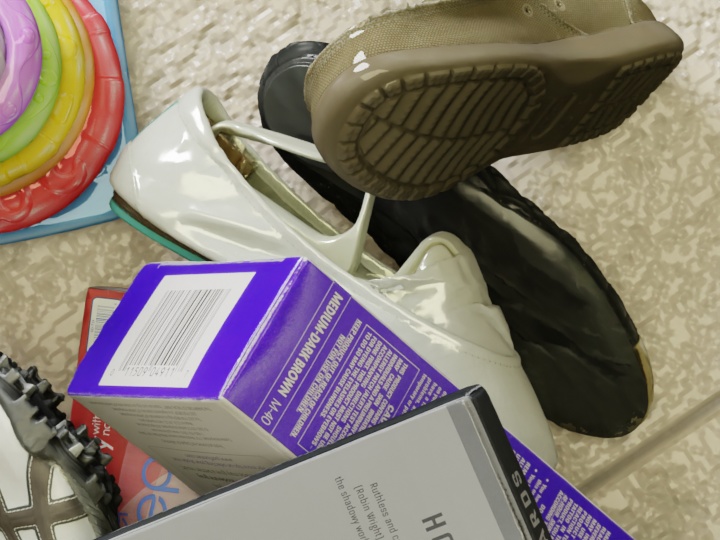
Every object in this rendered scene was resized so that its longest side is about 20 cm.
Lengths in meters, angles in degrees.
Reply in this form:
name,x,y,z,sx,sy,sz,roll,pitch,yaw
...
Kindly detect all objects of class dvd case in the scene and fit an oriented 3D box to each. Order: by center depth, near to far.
name,x,y,z,sx,sy,sz,roll,pitch,yaw
dvd case,-0.019,0.141,0.918,0.199,0.025,0.151,-23,92,22

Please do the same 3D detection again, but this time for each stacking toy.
name,x,y,z,sx,sy,sz,roll,pitch,yaw
stacking toy,-0.144,-0.073,1.008,0.109,0.200,0.117,-9,87,0

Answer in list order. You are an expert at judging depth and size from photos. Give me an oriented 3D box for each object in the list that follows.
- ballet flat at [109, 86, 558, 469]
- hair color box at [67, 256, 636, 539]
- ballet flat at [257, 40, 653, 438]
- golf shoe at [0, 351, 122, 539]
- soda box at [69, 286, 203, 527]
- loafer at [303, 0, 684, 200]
name,x,y,z,sx,sy,sz,roll,pitch,yaw
ballet flat,0.000,0.000,1.038,0.200,0.069,0.070,34,87,5
hair color box,0.006,0.076,0.997,0.200,0.109,0.065,42,67,-26
ballet flat,0.042,-0.016,1.080,0.200,0.057,0.066,46,112,-3
golf shoe,-0.119,0.100,0.990,0.094,0.078,0.200,-40,81,1
soda box,-0.081,0.110,1.059,0.063,0.070,0.201,7,85,3
loafer,0.040,-0.077,1.031,0.068,0.200,0.076,51,121,20
